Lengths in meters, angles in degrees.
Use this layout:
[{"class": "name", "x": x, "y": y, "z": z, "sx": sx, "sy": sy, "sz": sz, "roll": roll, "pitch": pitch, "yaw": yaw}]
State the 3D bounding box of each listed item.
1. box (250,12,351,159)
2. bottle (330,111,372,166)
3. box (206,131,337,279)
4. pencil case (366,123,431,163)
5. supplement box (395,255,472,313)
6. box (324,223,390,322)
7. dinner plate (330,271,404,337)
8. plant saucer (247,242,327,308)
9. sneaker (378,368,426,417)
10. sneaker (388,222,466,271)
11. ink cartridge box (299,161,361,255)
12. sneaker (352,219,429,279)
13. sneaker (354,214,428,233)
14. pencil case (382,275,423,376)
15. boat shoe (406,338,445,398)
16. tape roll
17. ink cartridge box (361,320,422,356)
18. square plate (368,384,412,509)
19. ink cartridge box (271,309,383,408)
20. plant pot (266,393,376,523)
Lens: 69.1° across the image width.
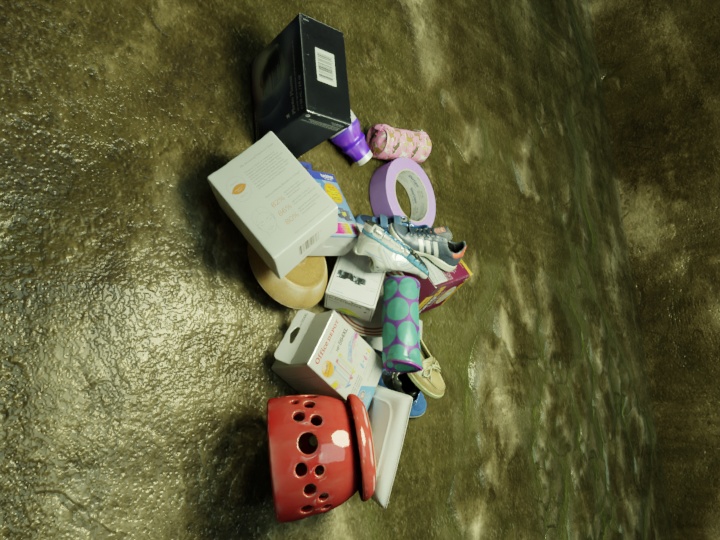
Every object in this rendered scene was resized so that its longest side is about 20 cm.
[{"class": "box", "x": -0.129, "y": -0.369, "z": 1.081, "sx": 0.121, "sy": 0.196, "sz": 0.207, "roll": 3, "pitch": 76, "yaw": -41}, {"class": "bottle", "x": -0.045, "y": -0.343, "z": 1.240, "sx": 0.201, "sy": 0.082, "sz": 0.066, "roll": 51, "pitch": 49, "yaw": -21}, {"class": "box", "x": -0.157, "y": -0.120, "z": 0.963, "sx": 0.151, "sy": 0.107, "sz": 0.201, "roll": -38, "pitch": 76, "yaw": -14}, {"class": "pencil case", "x": 0.103, "y": -0.335, "z": 1.388, "sx": 0.197, "sy": 0.082, "sz": 0.089, "roll": -7, "pitch": 83, "yaw": -45}, {"class": "supplement box", "x": 0.168, "y": 0.025, "z": 1.292, "sx": 0.198, "sy": 0.131, "sz": 0.104, "roll": -14, "pitch": 62, "yaw": -51}, {"class": "box", "x": 0.000, "y": 0.000, "z": 1.166, "sx": 0.113, "sy": 0.061, "sz": 0.204, "roll": 16, "pitch": 56, "yaw": 2}, {"class": "dinner plate", "x": 0.024, "y": 0.061, "z": 1.180, "sx": 0.193, "sy": 0.025, "sz": 0.205, "roll": 4, "pitch": 57, "yaw": -5}, {"class": "plant saucer", "x": -0.136, "y": -0.024, "z": 1.064, "sx": 0.197, "sy": 0.035, "sz": 0.205, "roll": 27, "pitch": 47, "yaw": -33}, {"class": "sneaker", "x": 0.116, "y": 0.286, "z": 1.215, "sx": 0.199, "sy": 0.110, "sz": 0.078, "roll": 41, "pitch": 54, "yaw": -30}, {"class": "sneaker", "x": 0.158, "y": -0.076, "z": 1.198, "sx": 0.196, "sy": 0.085, "sz": 0.076, "roll": 23, "pitch": 34, "yaw": -24}, {"class": "ink cartridge box", "x": -0.095, "y": -0.135, "z": 1.106, "sx": 0.135, "sy": 0.076, "sz": 0.204, "roll": -2, "pitch": 59, "yaw": -51}, {"class": "sneaker", "x": 0.063, "y": -0.025, "z": 1.122, "sx": 0.198, "sy": 0.087, "sz": 0.075, "roll": 32, "pitch": 14, "yaw": -26}, {"class": "sneaker", "x": 0.077, "y": -0.103, "z": 1.265, "sx": 0.195, "sy": 0.083, "sz": 0.075, "roll": 17, "pitch": 37, "yaw": -15}, {"class": "pencil case", "x": 0.087, "y": 0.113, "z": 1.093, "sx": 0.092, "sy": 0.083, "sz": 0.205, "roll": 45, "pitch": 40, "yaw": -50}, {"class": "boat shoe", "x": 0.130, "y": 0.188, "z": 1.167, "sx": 0.072, "sy": 0.063, "sz": 0.203, "roll": -6, "pitch": 57, "yaw": -49}, {"class": "tape roll", "x": 0.113, "y": -0.187, "z": 1.371, "sx": 0.197, "sy": 0.065, "sz": 0.207, "roll": 15, "pitch": 68, "yaw": -42}, {"class": "ink cartridge box", "x": 0.069, "y": 0.151, "z": 1.249, "sx": 0.197, "sy": 0.050, "sz": 0.112, "roll": 24, "pitch": 62, "yaw": -40}, {"class": "square plate", "x": 0.020, "y": 0.328, "z": 1.026, "sx": 0.028, "sy": 0.199, "sz": 0.204, "roll": 20, "pitch": 80, "yaw": -24}, {"class": "ink cartridge box", "x": -0.069, "y": 0.183, "z": 1.048, "sx": 0.200, "sy": 0.123, "sz": 0.130, "roll": 47, "pitch": 51, "yaw": -26}, {"class": "plant pot", "x": -0.070, "y": 0.315, "z": 0.916, "sx": 0.177, "sy": 0.200, "sz": 0.207, "roll": -8, "pitch": 83, "yaw": -7}]
